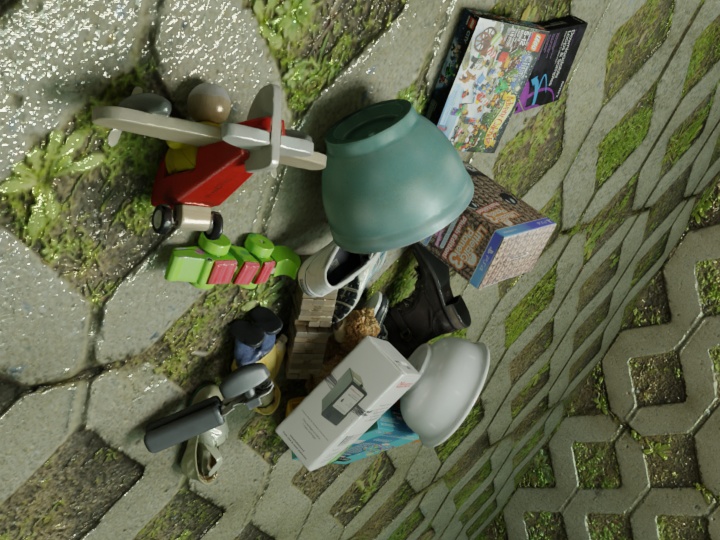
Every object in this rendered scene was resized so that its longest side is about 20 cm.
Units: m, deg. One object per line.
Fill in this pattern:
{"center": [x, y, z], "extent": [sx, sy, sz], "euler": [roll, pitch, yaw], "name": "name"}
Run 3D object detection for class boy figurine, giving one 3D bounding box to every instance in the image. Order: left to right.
{"center": [-0.161, 0.150, 1.086], "extent": [0.124, 0.064, 0.201], "euler": [-34, 145, -35], "name": "boy figurine"}

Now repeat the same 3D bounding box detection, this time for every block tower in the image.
{"center": [-0.076, 0.070, 1.082], "extent": [0.054, 0.058, 0.201], "euler": [3, 123, -18], "name": "block tower"}

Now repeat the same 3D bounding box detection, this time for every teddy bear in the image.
{"center": [-0.041, 0.133, 1.190], "extent": [0.145, 0.067, 0.200], "euler": [-51, 180, -27], "name": "teddy bear"}

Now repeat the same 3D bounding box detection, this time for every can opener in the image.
{"center": [-0.220, 0.190, 1.020], "extent": [0.199, 0.053, 0.067], "euler": [-23, 108, -4], "name": "can opener"}

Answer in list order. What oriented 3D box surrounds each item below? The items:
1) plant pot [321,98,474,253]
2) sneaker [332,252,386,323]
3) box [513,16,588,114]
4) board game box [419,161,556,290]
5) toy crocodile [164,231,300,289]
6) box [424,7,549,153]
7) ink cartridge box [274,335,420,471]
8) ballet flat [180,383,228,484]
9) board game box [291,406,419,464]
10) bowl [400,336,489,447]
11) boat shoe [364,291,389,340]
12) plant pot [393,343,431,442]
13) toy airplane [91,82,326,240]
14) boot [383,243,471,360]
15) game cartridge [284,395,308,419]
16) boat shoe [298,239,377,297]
{"center": [0.032, -0.135, 0.915], "extent": [0.200, 0.200, 0.135], "euler": [-36, 122, -22], "name": "plant pot"}
{"center": [0.000, 0.000, 1.119], "extent": [0.086, 0.078, 0.201], "euler": [-1, 126, -58], "name": "sneaker"}
{"center": [0.281, -0.329, 1.159], "extent": [0.199, 0.036, 0.143], "euler": [-25, 143, -38], "name": "box"}
{"center": [0.178, -0.078, 1.142], "extent": [0.159, 0.200, 0.097], "euler": [-15, 137, -46], "name": "board game box"}
{"center": [-0.159, -0.007, 0.905], "extent": [0.200, 0.062, 0.068], "euler": [0, 125, -53], "name": "toy crocodile"}
{"center": [0.177, -0.271, 1.047], "extent": [0.136, 0.038, 0.201], "euler": [-3, 129, -32], "name": "box"}
{"center": [-0.014, 0.200, 1.087], "extent": [0.200, 0.084, 0.145], "euler": [-46, 164, 4], "name": "ink cartridge box"}
{"center": [-0.235, 0.263, 1.111], "extent": [0.069, 0.069, 0.201], "euler": [-21, 140, -40], "name": "ballet flat"}
{"center": [-0.003, 0.297, 1.282], "extent": [0.199, 0.047, 0.151], "euler": [-27, 149, 30], "name": "board game box"}
{"center": [0.123, 0.185, 1.195], "extent": [0.202, 0.090, 0.201], "euler": [-55, -171, 13], "name": "bowl"}
{"center": [0.017, 0.122, 1.273], "extent": [0.076, 0.060, 0.200], "euler": [-79, -168, -51], "name": "boat shoe"}
{"center": [0.087, 0.213, 1.376], "extent": [0.200, 0.200, 0.140], "euler": [-45, 140, -8], "name": "plant pot"}
{"center": [-0.140, -0.131, 0.709], "extent": [0.198, 0.142, 0.200], "euler": [-13, 161, 0], "name": "toy airplane"}
{"center": [0.087, 0.058, 1.274], "extent": [0.174, 0.201, 0.069], "euler": [-28, 174, 30], "name": "boot"}
{"center": [-0.049, 0.255, 1.272], "extent": [0.175, 0.033, 0.200], "euler": [-7, 157, -13], "name": "game cartridge"}
{"center": [-0.001, -0.033, 0.985], "extent": [0.074, 0.065, 0.200], "euler": [54, 56, -22], "name": "boat shoe"}
